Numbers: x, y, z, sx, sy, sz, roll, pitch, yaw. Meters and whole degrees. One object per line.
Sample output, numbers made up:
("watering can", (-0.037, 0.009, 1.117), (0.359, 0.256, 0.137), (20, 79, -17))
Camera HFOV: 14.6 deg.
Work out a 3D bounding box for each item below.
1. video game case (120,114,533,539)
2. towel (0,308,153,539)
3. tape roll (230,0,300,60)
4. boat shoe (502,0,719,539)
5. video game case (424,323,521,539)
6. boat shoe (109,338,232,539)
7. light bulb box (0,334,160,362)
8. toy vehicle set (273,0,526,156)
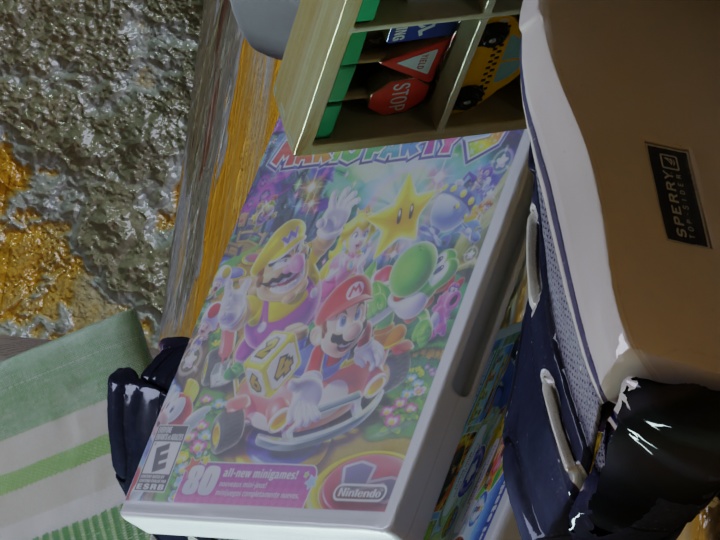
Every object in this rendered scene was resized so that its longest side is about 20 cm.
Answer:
("video game case", (0.000, 0.000, 0.972), (0.143, 0.018, 0.201), (-3, 59, 48))
("towel", (-0.123, 0.136, 1.154), (0.023, 0.152, 0.201), (-6, -105, -69))
("tape roll", (0.015, -0.176, 1.130), (0.200, 0.066, 0.201), (16, -90, -73))
("boat shoe", (0.068, -0.007, 0.784), (0.201, 0.074, 0.093), (-89, 19, -45))
("video game case", (0.031, 0.086, 0.945), (0.144, 0.018, 0.200), (-66, 8, -12))
("boat shoe", (-0.037, 0.114, 1.092), (0.092, 0.075, 0.201), (13, 122, 41))
("light bulb box", (-0.101, 0.135, 1.223), (0.125, 0.199, 0.199), (-10, -75, -69))
("toy vehicle set", (0.052, -0.107, 0.839), (0.200, 0.124, 0.027), (111, 146, -56))
